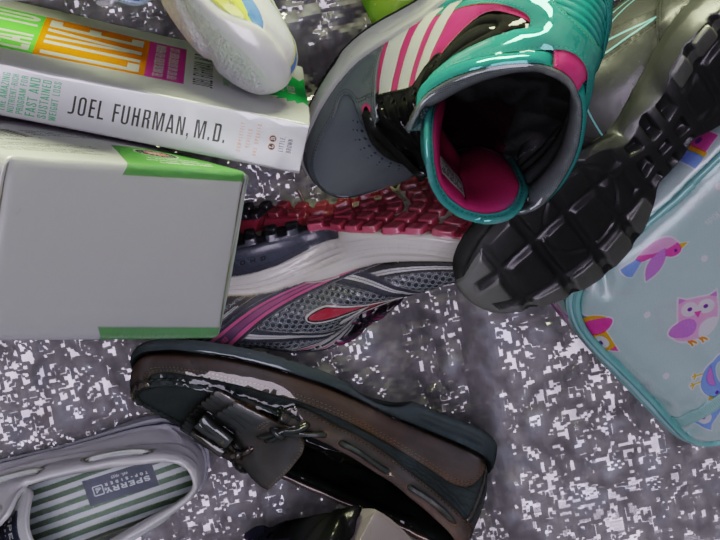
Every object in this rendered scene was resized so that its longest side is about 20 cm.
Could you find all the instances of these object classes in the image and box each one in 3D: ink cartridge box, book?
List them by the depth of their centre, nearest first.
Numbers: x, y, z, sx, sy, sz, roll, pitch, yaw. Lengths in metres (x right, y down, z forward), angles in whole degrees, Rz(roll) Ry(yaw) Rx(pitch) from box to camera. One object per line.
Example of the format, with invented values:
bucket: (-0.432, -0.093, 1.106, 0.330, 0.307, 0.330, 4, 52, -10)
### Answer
ink cartridge box: (-0.175, -0.029, 1.160, 0.146, 0.200, 0.084, 1, 102, -45)
book: (-0.127, -0.090, 1.206, 0.200, 0.134, 0.048, 11, 103, -6)

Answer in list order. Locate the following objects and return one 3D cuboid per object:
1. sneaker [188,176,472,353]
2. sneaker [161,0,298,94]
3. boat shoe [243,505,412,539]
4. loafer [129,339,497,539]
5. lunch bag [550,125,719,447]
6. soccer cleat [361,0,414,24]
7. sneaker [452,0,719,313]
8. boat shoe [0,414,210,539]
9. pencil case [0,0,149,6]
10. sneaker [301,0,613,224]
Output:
sneaker: (0.000, 0.000, 1.253, 0.200, 0.081, 0.075, -7, 111, 19)
sneaker: (-0.066, -0.180, 1.192, 0.105, 0.076, 0.200, -32, 68, -11)
boat shoe: (0.015, 0.194, 1.299, 0.200, 0.093, 0.075, 51, 50, -29)
loafer: (-0.025, 0.089, 1.257, 0.200, 0.072, 0.063, 17, 64, -15)
lunch bag: (0.201, -0.015, 1.254, 0.200, 0.077, 0.160, -41, 120, 4)
soccer cleat: (0.088, -0.114, 1.255, 0.200, 0.081, 0.068, 22, 107, -28)
sneaker: (0.113, -0.063, 1.188, 0.200, 0.079, 0.075, -46, 133, -6)
boat shoe: (-0.173, 0.128, 1.269, 0.200, 0.067, 0.074, -28, 99, 0)
pencil case: (-0.179, -0.156, 1.123, 0.200, 0.083, 0.091, -4, 86, 16)
sneaker: (0.039, -0.063, 1.141, 0.084, 0.121, 0.200, 34, 131, -22)
